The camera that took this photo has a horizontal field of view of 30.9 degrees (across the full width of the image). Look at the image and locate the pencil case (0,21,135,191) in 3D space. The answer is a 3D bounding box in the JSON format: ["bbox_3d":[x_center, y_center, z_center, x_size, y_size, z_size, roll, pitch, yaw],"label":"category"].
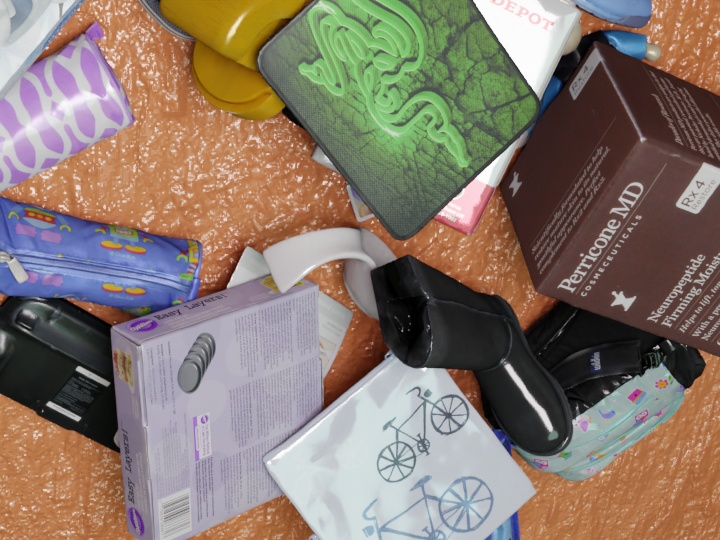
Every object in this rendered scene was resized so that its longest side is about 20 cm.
[{"bbox_3d":[-0.273,-0.109,0.997,0.199,0.086,0.084,-25,158,-7],"label":"pencil case"}]

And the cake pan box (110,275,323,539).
[{"bbox_3d":[-0.114,0.118,1.091,0.184,0.052,0.201,-19,118,-36],"label":"cake pan box"}]

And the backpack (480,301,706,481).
[{"bbox_3d":[0.217,0.106,1.240,0.200,0.167,0.127,-41,121,12],"label":"backpack"}]

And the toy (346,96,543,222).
[{"bbox_3d":[0.075,-0.123,1.134,0.199,0.047,0.115,-24,122,-7],"label":"toy"}]

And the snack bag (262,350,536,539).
[{"bbox_3d":[0.032,0.182,1.141,0.188,0.021,0.200,-39,105,-10],"label":"snack bag"}]

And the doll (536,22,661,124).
[{"bbox_3d":[0.217,-0.151,1.172,0.136,0.049,0.200,-37,122,6],"label":"doll"}]

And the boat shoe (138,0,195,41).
[{"bbox_3d":[-0.149,-0.251,0.961,0.074,0.093,0.200,-29,121,-5],"label":"boat shoe"}]

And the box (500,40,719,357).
[{"bbox_3d":[0.255,-0.058,1.111,0.199,0.165,0.166,18,123,-20],"label":"box"}]

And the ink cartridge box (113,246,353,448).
[{"bbox_3d":[-0.108,0.093,1.157,0.160,0.047,0.201,33,80,-46],"label":"ink cartridge box"}]

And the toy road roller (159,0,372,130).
[{"bbox_3d":[-0.056,-0.207,0.970,0.146,0.123,0.200,16,107,-55],"label":"toy road roller"}]

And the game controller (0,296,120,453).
[{"bbox_3d":[-0.239,0.093,1.135,0.200,0.042,0.104,34,114,-30],"label":"game controller"}]

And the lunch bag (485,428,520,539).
[{"bbox_3d":[0.068,0.223,1.243,0.094,0.150,0.201,-35,127,-55],"label":"lunch bag"}]

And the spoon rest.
[{"bbox_3d":[0.000,0.000,1.106,0.061,0.100,0.200,-35,158,22],"label":"spoon rest"}]

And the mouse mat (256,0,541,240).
[{"bbox_3d":[0.035,-0.137,0.970,0.161,0.008,0.200,-43,120,-5],"label":"mouse mat"}]

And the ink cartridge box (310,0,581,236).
[{"bbox_3d":[0.067,-0.151,1.057,0.145,0.083,0.201,26,97,-5],"label":"ink cartridge box"}]

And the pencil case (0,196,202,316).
[{"bbox_3d":[-0.226,-0.005,1.058,0.199,0.087,0.078,12,100,-26],"label":"pencil case"}]

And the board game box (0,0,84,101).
[{"bbox_3d":[-0.303,-0.218,0.909,0.200,0.043,0.199,41,94,-9],"label":"board game box"}]

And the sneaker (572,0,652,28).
[{"bbox_3d":[0.178,-0.268,1.087,0.199,0.074,0.082,24,103,-29],"label":"sneaker"}]

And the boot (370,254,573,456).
[{"bbox_3d":[0.096,0.077,1.098,0.066,0.165,0.200,-36,155,15],"label":"boot"}]
